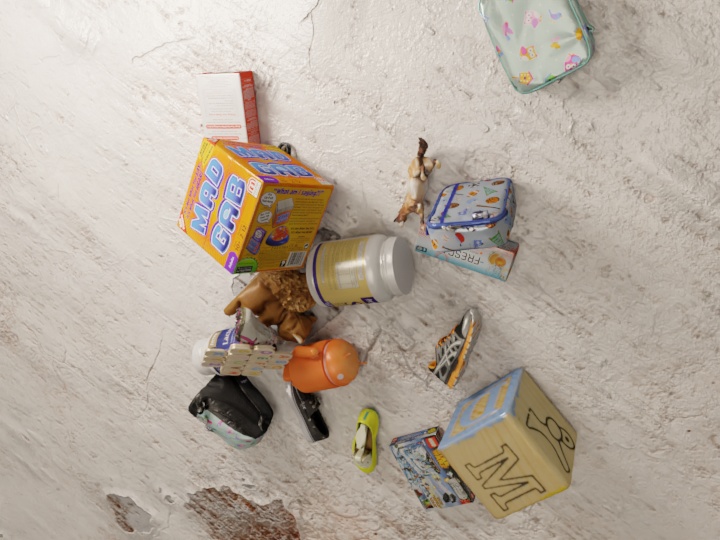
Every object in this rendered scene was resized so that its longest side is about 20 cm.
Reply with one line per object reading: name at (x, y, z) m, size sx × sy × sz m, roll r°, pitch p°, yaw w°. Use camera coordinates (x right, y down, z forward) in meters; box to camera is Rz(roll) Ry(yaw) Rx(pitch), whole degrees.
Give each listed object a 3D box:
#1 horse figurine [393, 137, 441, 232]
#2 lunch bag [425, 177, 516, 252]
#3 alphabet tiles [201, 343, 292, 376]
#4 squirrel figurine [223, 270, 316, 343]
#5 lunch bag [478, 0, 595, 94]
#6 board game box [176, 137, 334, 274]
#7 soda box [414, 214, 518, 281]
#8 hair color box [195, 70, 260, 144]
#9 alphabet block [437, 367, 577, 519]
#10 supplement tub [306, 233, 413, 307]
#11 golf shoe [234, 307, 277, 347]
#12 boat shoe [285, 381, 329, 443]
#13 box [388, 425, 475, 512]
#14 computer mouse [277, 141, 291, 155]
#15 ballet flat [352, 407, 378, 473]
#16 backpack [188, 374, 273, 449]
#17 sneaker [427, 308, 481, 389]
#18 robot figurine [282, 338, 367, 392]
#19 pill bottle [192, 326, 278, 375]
horse figurine at (0.116, -0.169, 1.308) m, size 0.050 × 0.133 × 0.201 m, roll 3°, pitch 110°, yaw -11°
lunch bag at (0.207, -0.106, 1.236) m, size 0.160 × 0.200 × 0.076 m, roll -2°, pitch 119°, yaw 23°
alphabet tiles at (-0.260, 0.206, 1.491) m, size 0.195 × 0.015 × 0.200 m, roll 5°, pitch 153°, yaw -18°
squirrel figurine at (-0.175, 0.080, 1.514) m, size 0.187 × 0.142 × 0.200 m, roll 46°, pitch 123°, yaw -8°
lunch bag at (0.311, -0.419, 1.134) m, size 0.160 × 0.077 × 0.201 m, roll -23°, pitch 101°, yaw 27°
board game box at (-0.216, -0.133, 1.343) m, size 0.200 × 0.200 × 0.200 m, roll 37°, pitch 115°, yaw 31°
soda box at (0.216, -0.048, 1.335) m, size 0.199 × 0.064 × 0.069 m, roll 20°, pitch 118°, yaw 15°
hair color box at (-0.284, -0.329, 1.428) m, size 0.110 × 0.064 × 0.201 m, roll 5°, pitch 111°, yaw 20°
alphabet block at (0.317, 0.365, 1.392) m, size 0.196 × 0.195 × 0.200 m, roll -38°, pitch 92°, yaw 32°
supplement tub at (0.000, 0.000, 1.398) m, size 0.199 × 0.145 × 0.146 m, roll -6°, pitch 109°, yaw 25°
golf shoe at (-0.231, 0.136, 1.450) m, size 0.092 × 0.073 × 0.200 m, roll 0°, pitch 153°, yaw -3°
boat shoe at (-0.129, 0.345, 1.642) m, size 0.066 × 0.070 × 0.201 m, roll -12°, pitch 107°, yaw 18°
box at (0.175, 0.483, 1.587) m, size 0.137 × 0.040 × 0.201 m, roll -23°, pitch 101°, yaw 30°
computer mouse at (-0.194, -0.195, 1.469) m, size 0.059 × 0.034 × 0.200 m, roll 42°, pitch 118°, yaw 28°
ballet flat at (0.007, 0.435, 1.621) m, size 0.067 × 0.067 × 0.201 m, roll 13°, pitch 116°, yaw 17°
backpack at (-0.325, 0.365, 1.694) m, size 0.200 × 0.167 × 0.127 m, roll 38°, pitch 140°, yaw 0°
sneaker at (0.204, 0.166, 1.425) m, size 0.077 × 0.078 × 0.201 m, roll 28°, pitch 118°, yaw 20°
robot figurine at (-0.089, 0.224, 1.545) m, size 0.199 × 0.117 × 0.144 m, roll -15°, pitch 105°, yaw 27°
pill bottle at (-0.313, 0.200, 1.629) m, size 0.199 × 0.116 × 0.116 m, roll -15°, pitch 105°, yaw 27°
